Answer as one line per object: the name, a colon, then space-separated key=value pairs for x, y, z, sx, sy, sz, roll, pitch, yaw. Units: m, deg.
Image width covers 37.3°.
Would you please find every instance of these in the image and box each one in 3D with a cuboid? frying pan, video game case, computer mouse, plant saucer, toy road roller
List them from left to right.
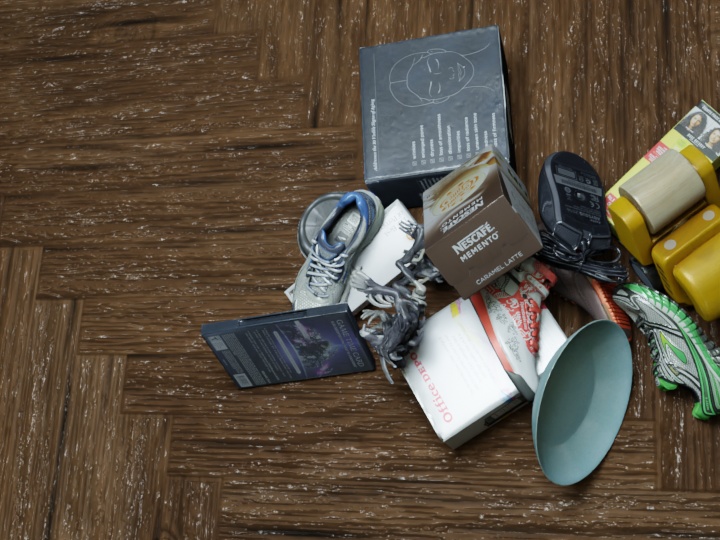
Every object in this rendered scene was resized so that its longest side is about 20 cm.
video game case: x=-0.092 y=0.102 z=1.403 sx=0.197 sy=0.144 sz=0.019 roll=-10 pitch=52 yaw=12
frying pan: x=-0.017 y=-0.033 z=1.487 sx=0.115 sy=0.031 sz=0.191 roll=-41 pitch=65 yaw=3
computer mouse: x=0.257 y=-0.065 z=1.329 sx=0.136 sy=0.053 sz=0.202 roll=18 pitch=47 yaw=-13
plant saucer: x=0.255 y=0.153 z=1.272 sx=0.038 sy=0.200 sz=0.203 roll=16 pitch=77 yaw=42
toy road roller: x=0.398 y=-0.033 z=1.279 sx=0.122 sy=0.201 sz=0.146 roll=-36 pitch=45 yaw=1

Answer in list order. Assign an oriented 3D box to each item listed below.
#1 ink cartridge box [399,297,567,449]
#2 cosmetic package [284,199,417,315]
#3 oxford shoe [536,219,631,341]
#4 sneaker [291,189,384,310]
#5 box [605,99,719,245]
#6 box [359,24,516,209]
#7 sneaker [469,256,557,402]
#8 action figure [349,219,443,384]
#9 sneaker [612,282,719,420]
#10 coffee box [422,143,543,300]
ink cartridge box: x=0.159 y=0.110 z=1.359 sx=0.198 sy=0.086 sz=0.149 roll=-33 pitch=66 yaw=5
cosmetic package: x=0.000 y=0.000 z=1.441 sx=0.199 sy=0.051 sz=0.083 roll=-39 pitch=83 yaw=6
oxford shoe: x=0.278 y=0.018 z=1.374 sx=0.072 sy=0.071 sz=0.202 roll=-39 pitch=61 yaw=22
sneaker: x=-0.042 y=-0.017 z=1.382 sx=0.076 sy=0.085 sz=0.203 roll=24 pitch=91 yaw=14
box: x=0.396 y=-0.122 z=1.384 sx=0.200 sy=0.050 sz=0.075 roll=-43 pitch=67 yaw=0
box: x=0.106 y=-0.204 z=1.451 sx=0.193 sy=0.124 sz=0.204 roll=-6 pitch=72 yaw=12
sneaker: x=0.197 y=0.048 z=1.286 sx=0.107 sy=0.067 sz=0.203 roll=-28 pitch=62 yaw=8
action figure: x=0.040 y=0.041 z=1.323 sx=0.100 sy=0.120 sz=0.202 roll=13 pitch=51 yaw=15
sneaker: x=0.377 y=0.095 z=1.296 sx=0.085 sy=0.078 sz=0.200 roll=-42 pitch=79 yaw=4
coffee box: x=0.141 y=-0.063 z=1.272 sx=0.114 sy=0.201 sz=0.080 roll=-36 pitch=107 yaw=15
